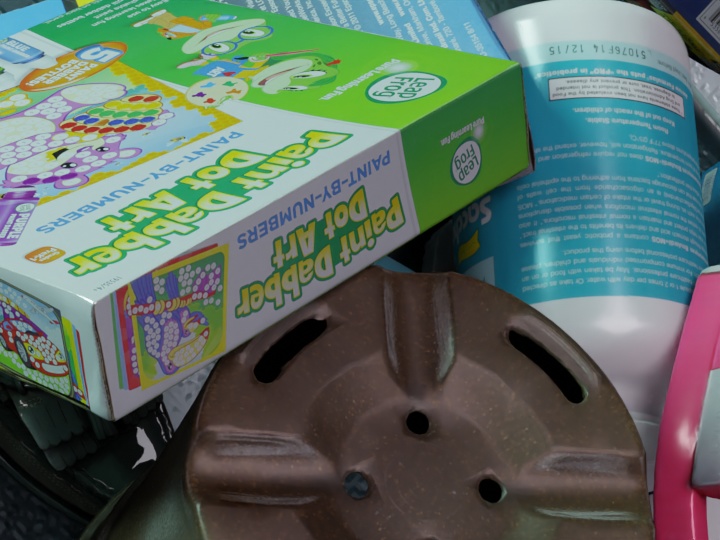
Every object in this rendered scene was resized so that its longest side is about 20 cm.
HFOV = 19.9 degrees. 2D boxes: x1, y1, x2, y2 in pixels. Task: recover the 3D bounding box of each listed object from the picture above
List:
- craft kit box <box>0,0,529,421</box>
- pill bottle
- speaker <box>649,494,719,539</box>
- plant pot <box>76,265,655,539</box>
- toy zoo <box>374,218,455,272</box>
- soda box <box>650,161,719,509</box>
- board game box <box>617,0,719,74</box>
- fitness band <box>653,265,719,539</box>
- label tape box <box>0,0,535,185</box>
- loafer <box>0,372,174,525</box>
[{"bbox_3d":[-0.079,-0.035,0.692,0.200,0.197,0.049,-32,128,-40],"label":"craft kit box"},{"bbox_3d":[0.095,-0.007,0.886,0.110,0.111,0.202,7,67,-23],"label":"pill bottle"},{"bbox_3d":[0.118,0.187,0.841,0.081,0.081,0.201,35,47,-10],"label":"speaker"},{"bbox_3d":[-0.002,0.108,0.706,0.199,0.199,0.202,7,59,-12],"label":"plant pot"},{"bbox_3d":[0.000,0.000,0.914,0.199,0.020,0.132,30,61,-13],"label":"toy zoo"},{"bbox_3d":[0.191,0.038,0.967,0.067,0.064,0.201,22,63,-17],"label":"soda box"},{"bbox_3d":[0.099,-0.188,0.953,0.200,0.200,0.062,41,95,-25],"label":"board game box"},{"bbox_3d":[0.171,0.081,0.844,0.144,0.037,0.201,52,46,-38],"label":"fitness band"},{"bbox_3d":[-0.047,-0.072,0.852,0.199,0.063,0.145,-22,51,-3],"label":"label tape box"},{"bbox_3d":[-0.137,0.017,0.816,0.072,0.063,0.200,-37,89,-32],"label":"loafer"}]
